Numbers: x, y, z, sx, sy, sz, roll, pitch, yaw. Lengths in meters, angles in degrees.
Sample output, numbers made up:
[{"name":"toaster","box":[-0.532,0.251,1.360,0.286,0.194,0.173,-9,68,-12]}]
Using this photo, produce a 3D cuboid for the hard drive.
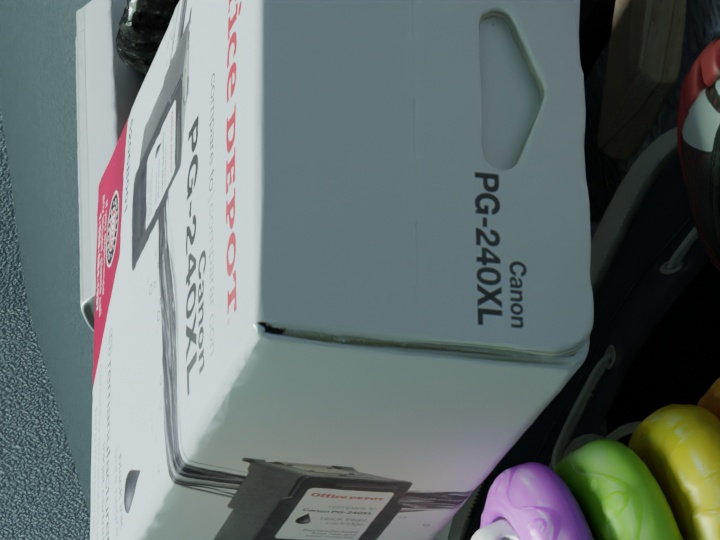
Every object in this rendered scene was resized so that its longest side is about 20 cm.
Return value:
[{"name":"hard drive","box":[-0.054,-0.007,0.984,0.132,0.026,0.200,47,-162,-30]}]

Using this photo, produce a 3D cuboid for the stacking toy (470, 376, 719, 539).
[{"name":"stacking toy","box":[0.068,0.079,0.662,0.110,0.199,0.117,-147,47,-73]}]

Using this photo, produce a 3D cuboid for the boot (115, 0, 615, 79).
[{"name":"boot","box":[-0.004,-0.084,0.922,0.080,0.157,0.211,-61,2,-14]}]

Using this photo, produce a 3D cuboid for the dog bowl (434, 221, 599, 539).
[{"name":"dog bowl","box":[0.031,0.075,0.835,0.059,0.199,0.201,24,-132,-68]}]

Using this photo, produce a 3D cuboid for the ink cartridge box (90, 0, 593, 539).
[{"name":"ink cartridge box","box":[-0.013,-0.004,0.712,0.200,0.083,0.146,122,151,-59]}]

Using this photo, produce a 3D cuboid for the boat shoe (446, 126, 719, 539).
[{"name":"boat shoe","box":[0.081,0.055,0.745,0.201,0.075,0.062,-64,22,-5]}]

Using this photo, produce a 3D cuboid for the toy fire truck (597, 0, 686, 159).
[{"name":"toy fire truck","box":[0.061,-0.153,0.721,0.200,0.128,0.176,52,165,20]}]

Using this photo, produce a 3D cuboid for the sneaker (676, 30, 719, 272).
[{"name":"sneaker","box":[0.114,-0.022,0.615,0.201,0.070,0.098,111,167,-69]}]
